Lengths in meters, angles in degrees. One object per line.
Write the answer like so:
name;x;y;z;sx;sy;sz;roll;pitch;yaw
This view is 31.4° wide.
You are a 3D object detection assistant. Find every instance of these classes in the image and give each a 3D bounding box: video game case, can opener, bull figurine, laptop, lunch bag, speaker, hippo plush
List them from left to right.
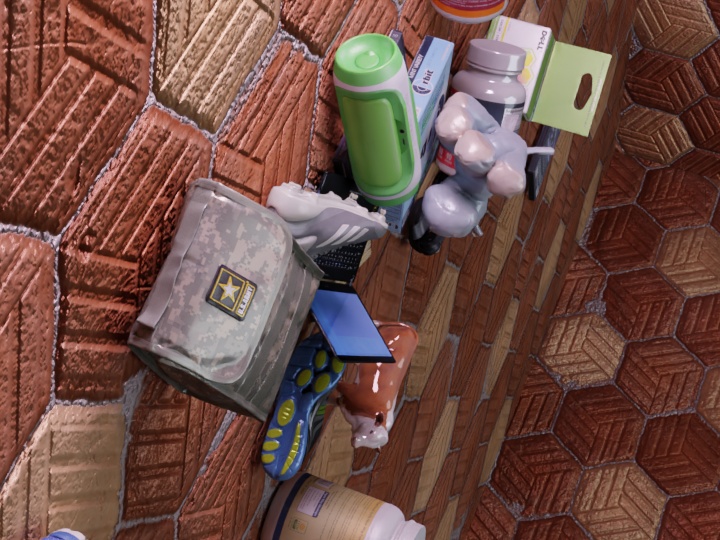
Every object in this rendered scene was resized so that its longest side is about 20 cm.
lunch bag;-0.128;0.029;1.178;0.166;0.116;0.200;-69;158;-14
laptop;0.000;0.000;1.560;0.177;0.102;0.203;10;100;-66
bull figurine;0.009;0.155;1.762;0.065;0.120;0.202;81;30;-56
video game case;0.017;-0.184;1.628;0.143;0.019;0.202;75;36;-62
speaker;0.021;-0.172;1.490;0.202;0.087;0.089;78;32;-45
can opener;0.126;-0.097;2.008;0.201;0.063;0.079;-57;157;-44
hippo plush;0.140;-0.136;1.749;0.161;0.159;0.200;-48;179;29
video game case;0.415;-0.275;2.870;0.143;0.019;0.202;70;39;-66

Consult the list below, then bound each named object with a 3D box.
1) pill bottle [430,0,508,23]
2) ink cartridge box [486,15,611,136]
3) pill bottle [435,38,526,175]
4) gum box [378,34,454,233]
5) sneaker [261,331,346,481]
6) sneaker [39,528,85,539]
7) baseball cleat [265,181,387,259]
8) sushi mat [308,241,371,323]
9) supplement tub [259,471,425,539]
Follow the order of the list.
pill bottle;0.145;-0.429;1.640;0.202;0.108;0.110;90;23;-46
ink cartridge box;0.297;-0.321;2.108;0.076;0.197;0.150;18;89;-74
pill bottle;0.191;-0.247;1.971;0.120;0.118;0.203;-39;143;-63
gum box;0.070;-0.178;1.697;0.201;0.044;0.171;97;14;-52
sneaker;-0.074;0.168;1.613;0.083;0.070;0.202;101;10;-77
sneaker;-0.280;0.315;1.050;0.089;0.077;0.203;17;82;-67
baseball cleat;-0.048;-0.040;1.434;0.199;0.069;0.108;14;102;-51
sushi mat;-0.020;-0.016;1.682;0.200;0.012;0.097;-50;151;-55
supplement tub;-0.023;0.370;1.731;0.144;0.197;0.146;17;90;-74
